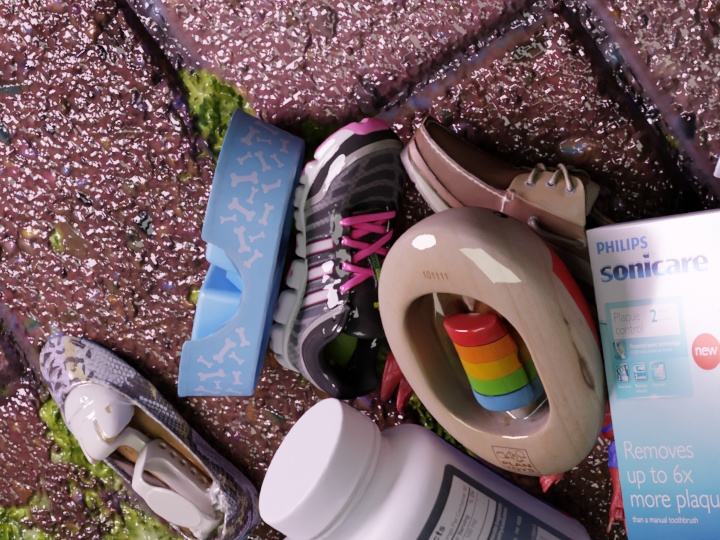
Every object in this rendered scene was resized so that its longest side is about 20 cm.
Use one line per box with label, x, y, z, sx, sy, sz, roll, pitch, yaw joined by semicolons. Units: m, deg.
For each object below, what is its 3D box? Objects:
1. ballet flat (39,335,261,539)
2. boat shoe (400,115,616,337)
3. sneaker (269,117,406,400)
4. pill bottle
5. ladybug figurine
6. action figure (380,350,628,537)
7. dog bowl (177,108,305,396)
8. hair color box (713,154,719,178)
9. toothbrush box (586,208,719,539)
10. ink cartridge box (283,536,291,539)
ballet flat;-0.155;0.124;1.392;0.200;0.072;0.072;41;119;1
boat shoe;0.118;-0.033;1.226;0.200;0.076;0.074;38;114;-7
sneaker;0.000;0.000;1.261;0.087;0.074;0.200;45;131;40
pill bottle;0.040;0.169;1.275;0.200;0.120;0.120;33;121;-19
ladybug figurine;0.086;0.040;1.187;0.136;0.072;0.200;4;131;32
action figure;0.112;0.113;1.276;0.200;0.065;0.099;5;80;18
dog bowl;-0.076;-0.006;1.288;0.049;0.112;0.200;12;116;1
hair color box;0.316;-0.072;1.136;0.200;0.061;0.100;21;118;12
toothbrush box;0.221;0.062;1.126;0.146;0.085;0.200;-6;90;48
ink cartridge box;-0.013;0.291;1.361;0.085;0.148;0.200;-11;107;34
